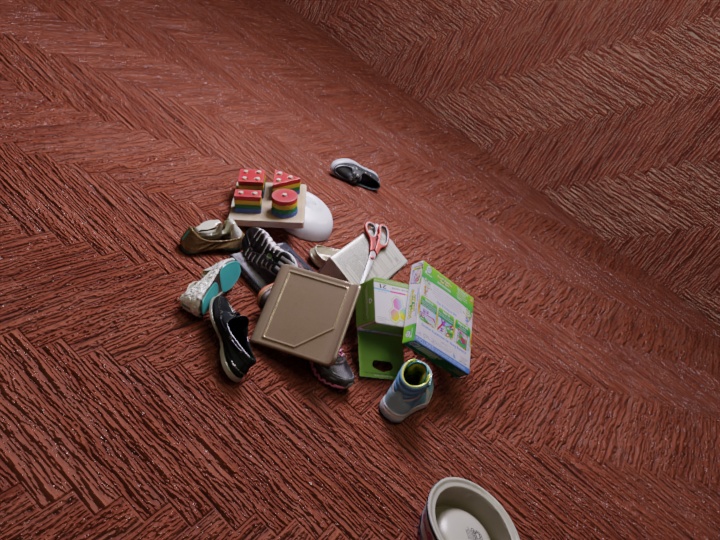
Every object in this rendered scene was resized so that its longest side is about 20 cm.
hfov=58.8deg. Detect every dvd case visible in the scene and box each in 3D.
[{"bbox_3d":[-0.202,0.000,1.540,0.150,0.025,0.198,44,32,20],"label":"dvd case"}]

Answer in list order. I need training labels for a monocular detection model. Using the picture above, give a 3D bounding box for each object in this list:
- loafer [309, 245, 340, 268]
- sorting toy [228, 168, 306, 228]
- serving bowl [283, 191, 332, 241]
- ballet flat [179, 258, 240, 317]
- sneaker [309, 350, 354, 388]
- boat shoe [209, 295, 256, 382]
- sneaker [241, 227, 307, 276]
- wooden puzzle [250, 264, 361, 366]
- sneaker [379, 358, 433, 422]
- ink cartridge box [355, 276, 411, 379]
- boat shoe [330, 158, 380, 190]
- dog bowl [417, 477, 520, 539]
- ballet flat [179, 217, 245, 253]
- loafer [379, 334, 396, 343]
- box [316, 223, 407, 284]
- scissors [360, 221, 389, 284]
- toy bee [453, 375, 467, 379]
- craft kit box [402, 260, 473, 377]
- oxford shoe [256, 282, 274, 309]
[{"bbox_3d":[-0.041,-0.027,1.686,0.195,0.069,0.077,20,30,-19],"label":"loafer"},{"bbox_3d":[-0.240,-0.198,1.683,0.191,0.071,0.203,2,35,-5],"label":"sorting toy"},{"bbox_3d":[-0.158,-0.171,1.798,0.195,0.067,0.202,24,30,-14],"label":"serving bowl"},{"bbox_3d":[-0.320,0.026,1.351,0.070,0.073,0.201,30,29,1],"label":"ballet flat"},{"bbox_3d":[-0.072,0.157,1.353,0.078,0.097,0.201,-6,47,-50],"label":"sneaker"},{"bbox_3d":[-0.245,0.117,1.251,0.074,0.065,0.202,43,18,-43],"label":"boat shoe"},{"bbox_3d":[-0.195,-0.021,1.503,0.199,0.076,0.115,38,1,37],"label":"sneaker"},{"bbox_3d":[-0.112,0.092,1.334,0.194,0.038,0.189,13,63,16],"label":"wooden puzzle"},{"bbox_3d":[0.128,0.238,1.381,0.079,0.133,0.199,37,29,16],"label":"sneaker"},{"bbox_3d":[0.067,0.134,1.438,0.145,0.075,0.207,12,65,-37],"label":"ink cartridge box"},{"bbox_3d":[-0.012,-0.324,2.168,0.195,0.070,0.057,12,33,-34],"label":"boat shoe"},{"bbox_3d":[0.186,0.476,1.135,0.195,0.075,0.202,24,29,-14],"label":"dog bowl"},{"bbox_3d":[-0.332,-0.087,1.498,0.197,0.074,0.068,-8,45,-49],"label":"ballet flat"},{"bbox_3d":[0.073,0.142,1.552,0.200,0.071,0.074,-46,115,-48],"label":"loafer"},{"bbox_3d":[0.000,0.000,1.571,0.129,0.109,0.199,49,47,5],"label":"box"},{"bbox_3d":[0.035,-0.037,1.534,0.071,0.014,0.205,22,50,-22],"label":"scissors"},{"bbox_3d":[0.199,0.155,1.578,0.197,0.110,0.132,28,70,25],"label":"toy bee"},{"bbox_3d":[0.184,0.113,1.476,0.198,0.048,0.203,34,55,-33],"label":"craft kit box"},{"bbox_3d":[-0.139,0.068,1.427,0.196,0.074,0.072,2,15,-41],"label":"oxford shoe"}]
